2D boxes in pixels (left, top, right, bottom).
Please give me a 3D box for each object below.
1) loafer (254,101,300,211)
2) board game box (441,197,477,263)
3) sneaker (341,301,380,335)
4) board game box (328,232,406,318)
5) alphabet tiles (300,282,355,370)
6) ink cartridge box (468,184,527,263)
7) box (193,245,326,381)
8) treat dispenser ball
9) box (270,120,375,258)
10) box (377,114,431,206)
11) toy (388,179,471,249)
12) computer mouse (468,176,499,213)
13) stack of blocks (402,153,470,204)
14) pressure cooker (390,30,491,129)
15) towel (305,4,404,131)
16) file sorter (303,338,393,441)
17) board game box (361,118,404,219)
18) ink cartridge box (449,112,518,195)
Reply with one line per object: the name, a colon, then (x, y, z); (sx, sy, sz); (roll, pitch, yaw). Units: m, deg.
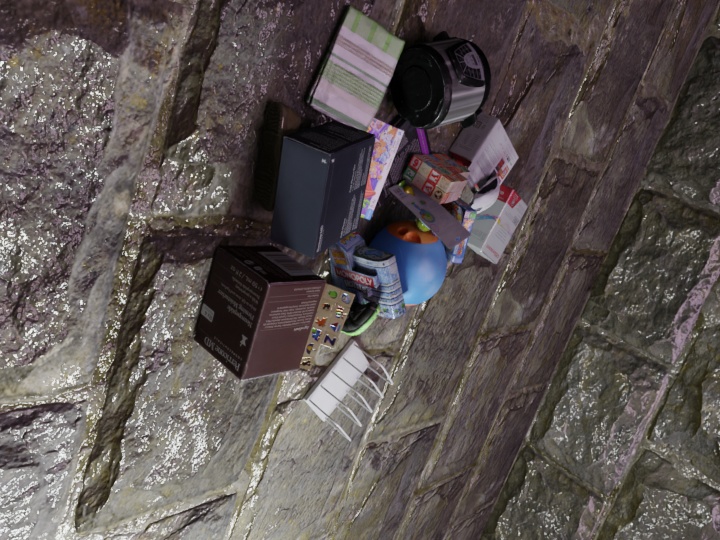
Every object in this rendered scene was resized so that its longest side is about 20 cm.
loafer: (-0.148, -0.208, 1.252); (0.066, 0.076, 0.204); (-8, 121, -41)
board game box: (0.213, -0.124, 1.678); (0.034, 0.200, 0.138); (3, 115, -23)
sneaker: (-0.036, 0.096, 1.528); (0.084, 0.197, 0.077); (55, 50, -24)
board game box: (0.000, 0.000, 1.531); (0.061, 0.198, 0.204); (-35, 125, -31)
alphabet tiles: (-0.122, 0.115, 1.483); (0.164, 0.008, 0.204); (20, 102, -10)
ink cartridge box: (0.400, -0.142, 2.005); (0.145, 0.082, 0.203); (28, 92, -56)
box: (-0.197, 0.077, 1.317); (0.162, 0.164, 0.204); (-2, 116, -52)
treat dispenser ball: (0.110, -0.018, 1.615); (0.199, 0.199, 0.205); (-31, 137, -34)
box: (-0.069, -0.157, 1.258); (0.182, 0.102, 0.204); (-36, 143, -57)
box: (0.081, -0.267, 1.543); (0.201, 0.036, 0.144); (-48, 145, -19)
toy: (0.154, -0.125, 1.559); (0.114, 0.201, 0.047); (-29, 163, -49)
computer mouse: (0.309, -0.172, 1.740); (0.199, 0.044, 0.111); (-42, 159, -27)
stack of blocks: (0.196, -0.224, 1.611); (0.199, 0.114, 0.059); (-20, 144, -60)
pressure cooker: (0.182, -0.409, 1.448); (0.197, 0.178, 0.179); (-22, 135, -38)
towel: (-0.009, -0.385, 1.307); (0.147, 0.031, 0.204); (22, 95, -33)
file sorter: (-0.023, 0.317, 1.757); (0.201, 0.123, 0.140); (-50, 145, -15)
board game box: (-0.005, -0.224, 1.416); (0.132, 0.045, 0.204); (14, 104, -34)
ink cartridge box: (0.319, -0.293, 1.790); (0.177, 0.083, 0.200); (-56, 146, -3)
